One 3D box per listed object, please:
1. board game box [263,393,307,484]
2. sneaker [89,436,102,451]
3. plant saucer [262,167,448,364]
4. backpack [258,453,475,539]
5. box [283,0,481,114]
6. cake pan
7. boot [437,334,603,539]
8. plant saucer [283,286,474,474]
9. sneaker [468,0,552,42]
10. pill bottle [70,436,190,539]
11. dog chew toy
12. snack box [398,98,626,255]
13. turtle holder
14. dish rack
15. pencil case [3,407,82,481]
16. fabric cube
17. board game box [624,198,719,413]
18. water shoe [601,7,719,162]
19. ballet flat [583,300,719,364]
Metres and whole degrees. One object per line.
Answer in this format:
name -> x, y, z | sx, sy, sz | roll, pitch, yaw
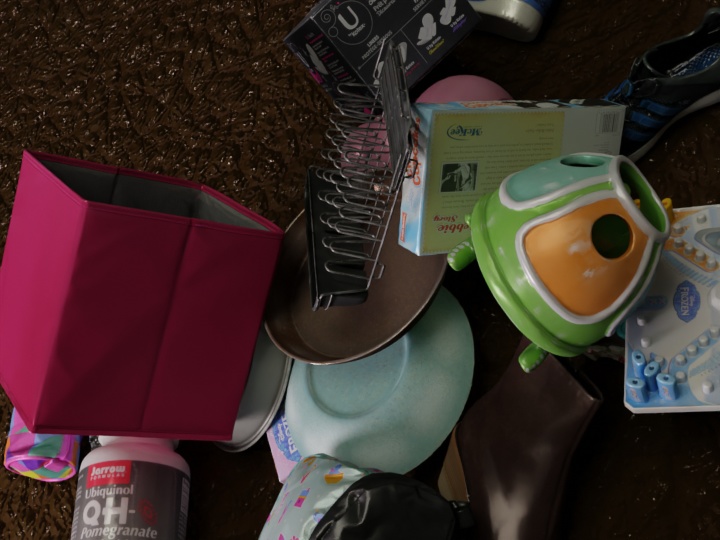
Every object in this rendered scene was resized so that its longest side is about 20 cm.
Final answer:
board game box -> -0.015, 0.075, 0.997 | 0.198, 0.041, 0.202 | -34, 51, 15
sneaker -> -0.258, 0.124, 1.135 | 0.071, 0.073, 0.203 | -4, 72, 0
plant saucer -> 0.000, 0.000, 0.929 | 0.198, 0.035, 0.203 | -19, 50, 23
backpack -> -0.011, 0.219, 0.816 | 0.168, 0.126, 0.200 | -53, 6, -11
box -> 0.015, -0.241, 1.032 | 0.132, 0.115, 0.200 | -43, 13, -4
cake pan -> -0.132, 0.076, 1.030 | 0.199, 0.036, 0.204 | -20, 65, 51
boot -> 0.135, 0.163, 0.792 | 0.168, 0.071, 0.201 | -61, 36, 24
plant saucer -> 0.004, 0.086, 0.924 | 0.198, 0.039, 0.204 | -16, 58, 27
sneaker -> 0.123, -0.320, 1.091 | 0.198, 0.077, 0.112 | 25, 87, 37
pill bottle -> -0.222, 0.236, 1.008 | 0.109, 0.111, 0.203 | -17, 57, 26
dog chew toy -> 0.061, -0.115, 1.001 | 0.198, 0.124, 0.126 | -6, 62, 41
snack box -> 0.127, -0.080, 0.859 | 0.037, 0.197, 0.118 | 32, 123, 56
turtle holder -> 0.164, -0.018, 0.774 | 0.131, 0.184, 0.142 | -38, 69, 28
dish rack -> -0.002, -0.081, 0.852 | 0.201, 0.054, 0.155 | 109, 160, -46
pencil case -> -0.344, 0.132, 1.171 | 0.087, 0.088, 0.203 | -13, 61, 29
fabric cube -> -0.213, 0.022, 0.955 | 0.195, 0.198, 0.203 | 28, 106, 53
board game box -> 0.296, 0.012, 0.767 | 0.197, 0.026, 0.202 | -6, 45, 22
water shoe -> 0.248, -0.158, 0.916 | 0.199, 0.079, 0.072 | -35, 50, 15
ballet flat -> 0.210, 0.053, 0.836 | 0.198, 0.064, 0.076 | 23, 60, 40
